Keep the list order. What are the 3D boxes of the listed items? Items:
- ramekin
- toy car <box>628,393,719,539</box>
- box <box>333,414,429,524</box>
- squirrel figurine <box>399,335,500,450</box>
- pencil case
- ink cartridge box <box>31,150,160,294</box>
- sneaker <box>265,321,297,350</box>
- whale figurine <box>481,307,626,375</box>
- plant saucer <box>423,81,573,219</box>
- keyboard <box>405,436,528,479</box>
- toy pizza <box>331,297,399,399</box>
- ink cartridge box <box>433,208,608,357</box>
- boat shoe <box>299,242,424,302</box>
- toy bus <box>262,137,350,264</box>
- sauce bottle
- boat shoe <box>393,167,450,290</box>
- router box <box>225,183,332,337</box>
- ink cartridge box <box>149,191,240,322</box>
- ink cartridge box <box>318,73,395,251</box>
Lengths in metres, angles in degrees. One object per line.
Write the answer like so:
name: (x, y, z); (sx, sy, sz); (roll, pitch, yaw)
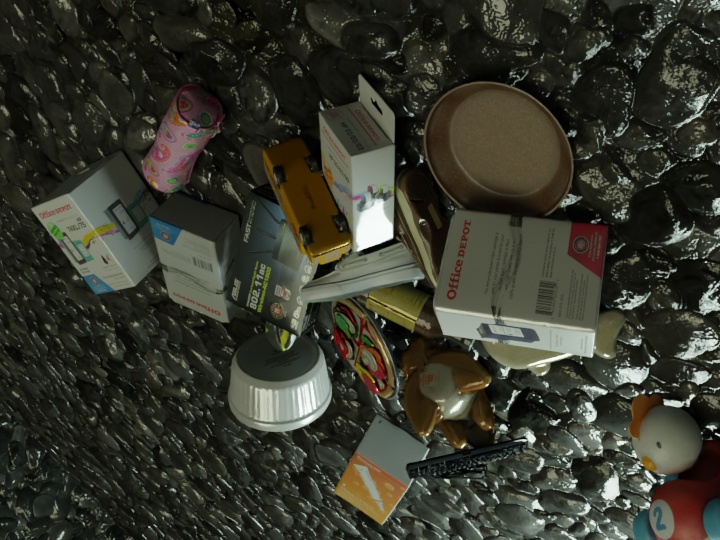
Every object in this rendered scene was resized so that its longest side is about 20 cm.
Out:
ramekin: (-0.150, 0.193, 1.418); (0.199, 0.202, 0.096); (15, 124, 24)
toy car: (0.436, 0.270, 1.075); (0.201, 0.176, 0.185); (49, 153, 6)
box: (0.039, 0.402, 1.540); (0.123, 0.098, 0.202); (31, 140, 8)
squirrel figurine: (0.149, 0.204, 1.259); (0.186, 0.142, 0.200); (43, -177, -43)
pencil case: (-0.283, -0.205, 1.222); (0.087, 0.088, 0.200); (42, 139, -6)
ink cartridge box: (-0.467, -0.087, 1.422); (0.145, 0.147, 0.202); (-10, 121, 41)
sneaker: (-0.111, 0.039, 1.335); (0.074, 0.084, 0.203); (30, 119, 13)
whale figurine: (0.262, 0.069, 1.073); (0.195, 0.104, 0.162); (4, 118, 3)
plant saucer: (0.174, -0.151, 0.963); (0.197, 0.037, 0.203); (21, 138, 20)
keyboard: (0.173, 0.313, 1.226); (0.195, 0.040, 0.104); (-13, 155, 4)
toy pizza: (-0.001, 0.132, 1.301); (0.201, 0.031, 0.202); (49, 155, 33)
ink cartridge box: (0.204, 0.014, 0.974); (0.195, 0.148, 0.085); (7, 154, 18)
boat shoe: (0.000, 0.000, 1.172); (0.195, 0.074, 0.068); (-12, 82, 4)
toy bus: (-0.079, -0.096, 1.096); (0.079, 0.064, 0.203); (97, 151, -60)
sauce bottle: (0.090, 0.066, 1.209); (0.197, 0.065, 0.065); (28, 140, 13)
boat shoe: (0.089, -0.053, 1.102); (0.074, 0.074, 0.206); (4, 123, 49)
router box: (-0.125, -0.016, 1.239); (0.147, 0.062, 0.204); (24, 114, 17)
ink cartridge box: (-0.287, -0.022, 1.396); (0.143, 0.084, 0.203); (20, 137, 20)
ink cartridge box: (-0.005, -0.144, 1.039); (0.203, 0.067, 0.116); (89, 156, -43)
